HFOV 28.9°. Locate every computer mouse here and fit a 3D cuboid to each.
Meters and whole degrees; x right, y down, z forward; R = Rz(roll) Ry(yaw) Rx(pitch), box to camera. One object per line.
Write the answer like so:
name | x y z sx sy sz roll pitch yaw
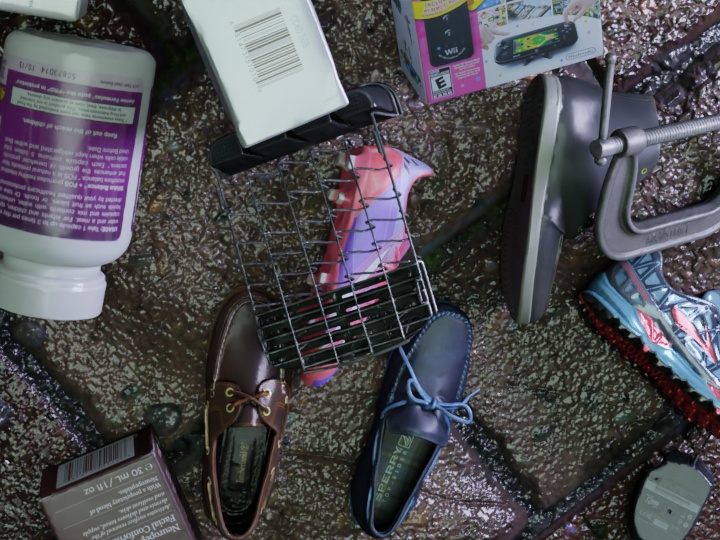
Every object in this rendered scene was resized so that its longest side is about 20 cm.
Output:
computer mouse | 0.289 0.153 1.200 0.059 0.034 0.200 29 91 3

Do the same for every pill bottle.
pill bottle | -0.218 -0.070 1.026 0.112 0.112 0.201 8 100 -11

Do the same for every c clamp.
c clamp | 0.248 -0.087 1.090 0.200 0.027 0.171 -9 119 -36

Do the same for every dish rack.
dish rack | -0.026 -0.029 1.042 0.153 0.055 0.201 -18 84 19

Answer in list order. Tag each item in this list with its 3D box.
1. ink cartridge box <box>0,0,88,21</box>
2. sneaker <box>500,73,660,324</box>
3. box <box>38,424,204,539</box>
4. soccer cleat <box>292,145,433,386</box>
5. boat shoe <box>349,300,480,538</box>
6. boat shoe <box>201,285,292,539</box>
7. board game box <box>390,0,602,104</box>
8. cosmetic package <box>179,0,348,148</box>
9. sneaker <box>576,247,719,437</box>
ink cartridge box | -0.285 -0.230 0.964 0.199 0.146 0.084 8 101 -10
sneaker | 0.177 -0.050 1.112 0.106 0.075 0.201 6 100 -11
box | -0.174 0.238 1.121 0.100 0.075 0.200 -23 106 -4
soccer cleat | 0.000 0.000 1.103 0.076 0.067 0.201 12 97 -16
boat shoe | 0.051 0.126 1.133 0.084 0.069 0.201 12 100 -11
boat shoe | -0.089 0.115 1.109 0.070 0.070 0.201 2 100 -8
board game box | 0.094 -0.238 1.027 0.147 0.064 0.200 -17 128 -6
cosmetic package | -0.074 -0.160 0.985 0.081 0.200 0.113 -23 102 -4
sneaker | 0.278 0.060 1.145 0.200 0.079 0.096 44 80 -8
